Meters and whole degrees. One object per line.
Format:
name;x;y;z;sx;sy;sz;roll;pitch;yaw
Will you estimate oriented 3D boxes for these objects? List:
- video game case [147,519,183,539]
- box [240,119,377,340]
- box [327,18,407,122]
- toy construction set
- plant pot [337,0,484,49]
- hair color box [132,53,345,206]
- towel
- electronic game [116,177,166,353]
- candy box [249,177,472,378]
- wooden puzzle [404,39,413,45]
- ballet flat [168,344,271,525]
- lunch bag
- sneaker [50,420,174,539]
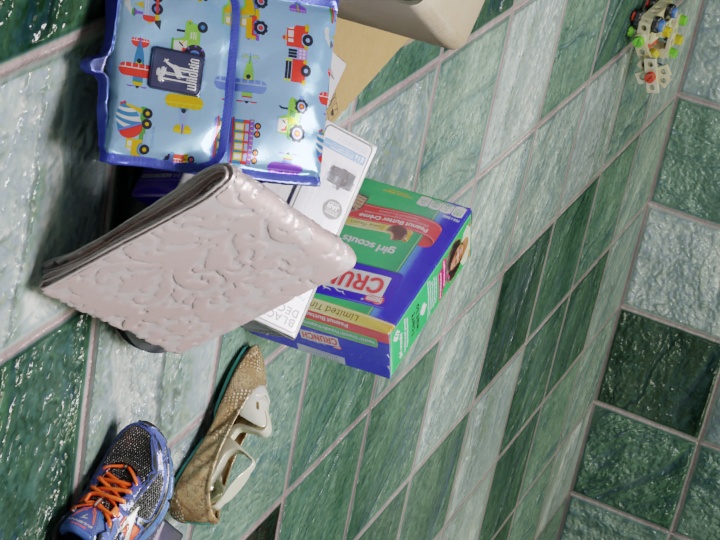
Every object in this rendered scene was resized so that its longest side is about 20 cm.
video game case;-0.236;0.295;1.697;0.143;0.019;0.200;-64;162;-15
box;-0.069;-0.040;1.655;0.117;0.060;0.200;8;-106;65
box;-0.004;-0.254;1.676;0.164;0.021;0.200;-50;152;-27
toy construction set;0.501;-0.390;2.994;0.200;0.092;0.131;-63;165;-54
plant pot;0.030;-0.299;1.499;0.200;0.200;0.177;-67;155;-9
hair color box;-0.100;-0.121;1.481;0.109;0.065;0.200;39;67;-38
towel;-0.128;-0.006;1.408;0.200;0.191;0.032;33;35;-56
electronic game;-0.156;-0.023;1.543;0.200;0.042;0.200;-43;143;-45
candy box;0.000;0.000;1.816;0.200;0.169;0.077;-56;153;-36
wooden puzzle;0.000;-0.263;1.758;0.200;0.037;0.185;-46;150;-41
ballet flat;-0.129;0.173;1.798;0.200;0.065;0.071;-65;161;-14
lunch bag;-0.127;-0.149;1.354;0.200;0.094;0.151;5;91;-38
sneaker;-0.229;0.226;1.558;0.200;0.075;0.078;-67;159;-12
